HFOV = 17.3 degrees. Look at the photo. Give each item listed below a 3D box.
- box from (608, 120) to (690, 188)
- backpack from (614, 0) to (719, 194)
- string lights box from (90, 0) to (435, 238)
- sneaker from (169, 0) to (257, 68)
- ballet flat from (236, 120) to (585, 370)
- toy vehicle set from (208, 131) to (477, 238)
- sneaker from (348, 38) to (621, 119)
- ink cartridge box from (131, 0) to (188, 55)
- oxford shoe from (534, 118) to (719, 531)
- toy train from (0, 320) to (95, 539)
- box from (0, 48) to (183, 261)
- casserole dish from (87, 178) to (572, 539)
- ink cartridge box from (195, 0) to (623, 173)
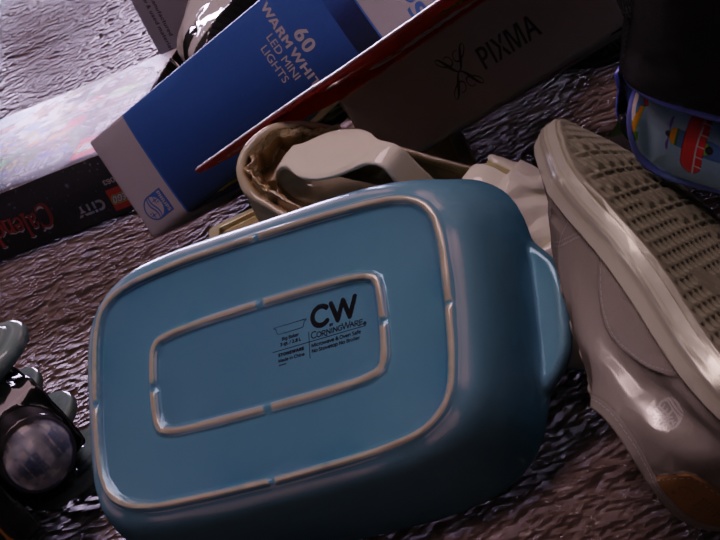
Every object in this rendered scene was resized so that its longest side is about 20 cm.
[{"bbox_3d":[0.208,-0.099,0.953,0.200,0.036,0.144,-15,24,26],"label":"box"},{"bbox_3d":[0.189,-0.114,0.802,0.182,0.135,0.200,16,37,12],"label":"backpack"},{"bbox_3d":[-0.021,-0.099,1.085,0.200,0.059,0.103,-35,-2,37],"label":"string lights box"},{"bbox_3d":[-0.063,-0.116,1.287,0.089,0.074,0.200,-53,21,38],"label":"sneaker"},{"bbox_3d":[0.032,-0.016,0.859,0.200,0.070,0.069,16,45,39],"label":"ballet flat"},{"bbox_3d":[0.000,0.000,0.983,0.124,0.027,0.200,-26,21,5],"label":"toy vehicle set"},{"bbox_3d":[0.081,-0.144,1.156,0.200,0.084,0.121,-16,33,32],"label":"sneaker"},{"bbox_3d":[-0.024,-0.208,1.421,0.200,0.084,0.146,-16,24,28],"label":"ink cartridge box"},{"bbox_3d":[0.090,0.012,0.752,0.058,0.075,0.200,-59,26,23],"label":"oxford shoe"},{"bbox_3d":[-0.176,0.070,0.967,0.114,0.085,0.200,-42,23,-12],"label":"toy train"},{"bbox_3d":[-0.194,-0.049,1.321,0.200,0.038,0.137,-20,22,20],"label":"box"},{"bbox_3d":[-0.023,0.033,0.818,0.200,0.039,0.121,-16,66,28],"label":"casserole dish"},{"bbox_3d":[0.053,-0.087,0.929,0.174,0.044,0.200,-32,2,-37],"label":"ink cartridge box"}]
